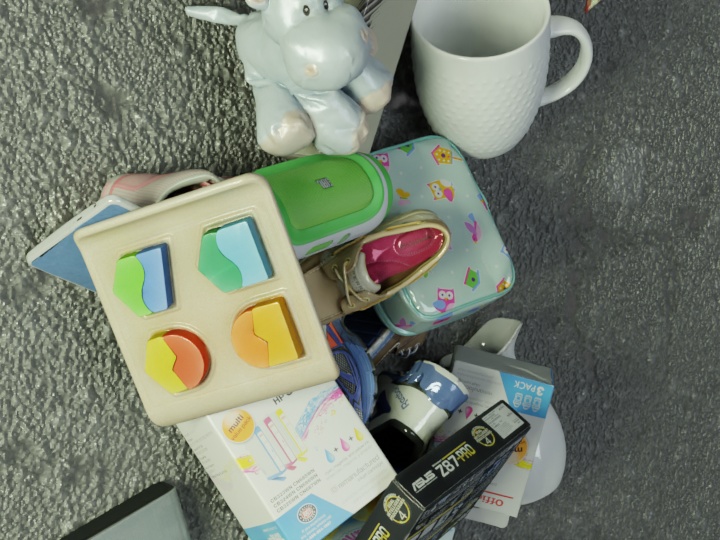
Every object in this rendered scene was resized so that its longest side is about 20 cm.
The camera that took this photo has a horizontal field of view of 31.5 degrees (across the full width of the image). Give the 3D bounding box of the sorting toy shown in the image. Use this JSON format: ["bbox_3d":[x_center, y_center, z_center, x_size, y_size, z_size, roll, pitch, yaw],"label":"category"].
[{"bbox_3d":[-0.133,0.033,1.097,0.037,0.184,0.201,-66,137,-66],"label":"sorting toy"}]

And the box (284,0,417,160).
[{"bbox_3d":[-0.015,-0.201,1.311,0.068,0.082,0.202,21,82,-40],"label":"box"}]

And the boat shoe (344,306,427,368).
[{"bbox_3d":[0.040,0.058,1.408,0.200,0.072,0.073,-51,128,-23],"label":"boat shoe"}]

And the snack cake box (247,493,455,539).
[{"bbox_3d":[-0.010,0.293,1.367,0.199,0.115,0.068,-11,126,-41],"label":"snack cake box"}]

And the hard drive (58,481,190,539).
[{"bbox_3d":[-0.218,0.328,1.252,0.139,0.033,0.202,-28,115,-35],"label":"hard drive"}]

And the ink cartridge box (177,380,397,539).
[{"bbox_3d":[-0.084,0.158,1.233,0.128,0.125,0.201,-34,90,-23],"label":"ink cartridge box"}]

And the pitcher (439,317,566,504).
[{"bbox_3d":[0.147,0.181,1.510,0.170,0.121,0.201,-24,104,-14],"label":"pitcher"}]

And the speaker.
[{"bbox_3d":[-0.054,-0.057,1.182,0.199,0.088,0.089,-22,112,-51],"label":"speaker"}]

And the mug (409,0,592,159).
[{"bbox_3d":[0.155,-0.218,1.383,0.198,0.148,0.176,-12,141,-4],"label":"mug"}]

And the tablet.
[{"bbox_3d":[-0.188,-0.003,1.170,0.199,0.130,0.014,27,45,-41],"label":"tablet"}]

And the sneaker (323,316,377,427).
[{"bbox_3d":[-0.042,0.083,1.307,0.078,0.075,0.201,-15,67,-18],"label":"sneaker"}]

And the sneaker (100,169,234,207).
[{"bbox_3d":[-0.136,-0.055,1.212,0.199,0.104,0.076,4,92,-42],"label":"sneaker"}]

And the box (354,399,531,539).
[{"bbox_3d":[0.073,0.230,1.283,0.199,0.049,0.162,-28,151,-47],"label":"box"}]

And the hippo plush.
[{"bbox_3d":[-0.037,-0.217,1.161,0.158,0.161,0.201,-22,77,-24],"label":"hippo plush"}]

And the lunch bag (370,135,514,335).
[{"bbox_3d":[0.060,-0.039,1.360,0.159,0.077,0.201,-20,79,-30],"label":"lunch bag"}]

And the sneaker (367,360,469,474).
[{"bbox_3d":[0.032,0.167,1.347,0.080,0.199,0.115,40,68,-2],"label":"sneaker"}]

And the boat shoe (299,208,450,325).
[{"bbox_3d":[0.000,0.000,1.252,0.199,0.069,0.074,-31,101,-6],"label":"boat shoe"}]

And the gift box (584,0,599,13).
[{"bbox_3d":[0.193,-0.389,1.399,0.186,0.184,0.202,9,87,-39],"label":"gift box"}]

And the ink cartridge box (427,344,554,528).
[{"bbox_3d":[0.136,0.198,1.428,0.068,0.114,0.202,-66,169,-76],"label":"ink cartridge box"}]
